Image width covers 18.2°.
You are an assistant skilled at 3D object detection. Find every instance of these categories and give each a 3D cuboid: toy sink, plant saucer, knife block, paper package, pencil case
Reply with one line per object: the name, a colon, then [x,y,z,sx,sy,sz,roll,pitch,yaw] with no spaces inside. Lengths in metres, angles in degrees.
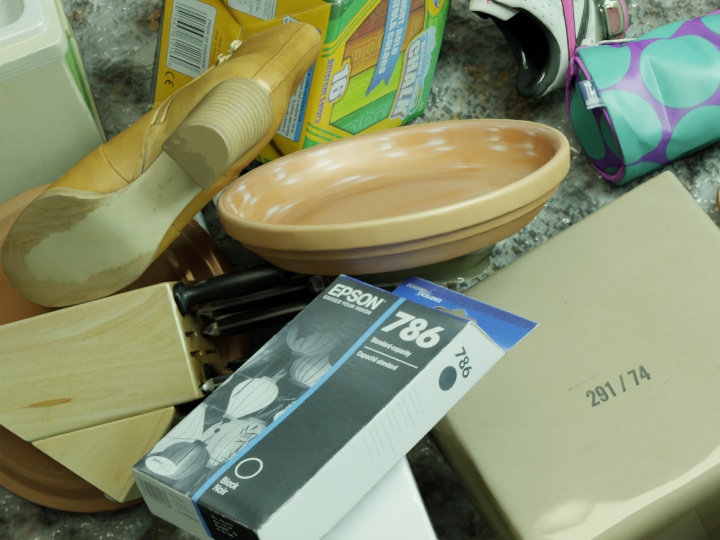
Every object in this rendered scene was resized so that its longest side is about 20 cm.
toy sink: [-0.241,-0.147,1.440,0.112,0.200,0.131,-21,56,0]
plant saucer: [-0.166,0.045,1.346,0.199,0.032,0.201,0,90,11]
plant saucer: [0.020,-0.040,1.256,0.199,0.038,0.200,-9,16,3]
knife block: [-0.124,0.034,1.288,0.200,0.064,0.176,31,96,11]
paper package: [0.145,0.075,1.272,0.200,0.104,0.191,-30,57,-6]
pencil case: [0.226,-0.131,1.390,0.199,0.085,0.093,-23,86,-3]

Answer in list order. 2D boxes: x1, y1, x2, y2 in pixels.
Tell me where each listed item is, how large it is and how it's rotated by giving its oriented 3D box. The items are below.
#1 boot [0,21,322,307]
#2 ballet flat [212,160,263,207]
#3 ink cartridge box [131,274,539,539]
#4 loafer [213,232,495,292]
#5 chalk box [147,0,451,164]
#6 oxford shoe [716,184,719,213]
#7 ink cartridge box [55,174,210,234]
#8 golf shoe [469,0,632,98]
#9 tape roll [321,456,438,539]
boot: [-0.109,-0.062,1.298,0.201,0.071,0.144,-33,11,34]
ballet flat: [-0.052,-0.050,1.419,0.200,0.074,0.074,22,66,28]
ink cartridge box: [-0.011,0.062,1.122,0.099,0.039,0.200,19,51,43]
loafer: [0.000,0.000,1.335,0.199,0.070,0.075,-3,18,39]
chalk box: [-0.022,-0.160,1.420,0.124,0.125,0.200,25,32,23]
oxford shoe: [0.311,-0.063,1.336,0.199,0.073,0.072,-7,58,9]
ink cartridge box: [-0.187,0.017,1.416,0.199,0.050,0.163,-19,57,-3]
golf shoe: [0.099,-0.201,1.396,0.092,0.200,0.072,-43,29,-26]
tape roll: [0.008,0.153,1.198,0.071,0.203,0.203,-22,57,0]
